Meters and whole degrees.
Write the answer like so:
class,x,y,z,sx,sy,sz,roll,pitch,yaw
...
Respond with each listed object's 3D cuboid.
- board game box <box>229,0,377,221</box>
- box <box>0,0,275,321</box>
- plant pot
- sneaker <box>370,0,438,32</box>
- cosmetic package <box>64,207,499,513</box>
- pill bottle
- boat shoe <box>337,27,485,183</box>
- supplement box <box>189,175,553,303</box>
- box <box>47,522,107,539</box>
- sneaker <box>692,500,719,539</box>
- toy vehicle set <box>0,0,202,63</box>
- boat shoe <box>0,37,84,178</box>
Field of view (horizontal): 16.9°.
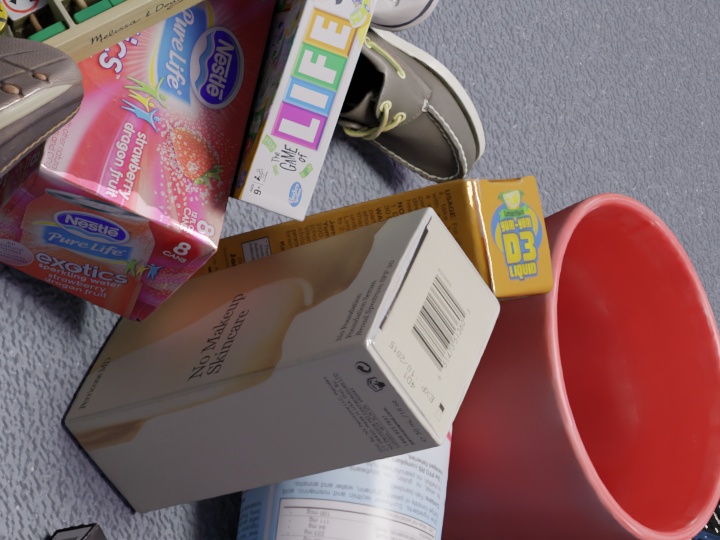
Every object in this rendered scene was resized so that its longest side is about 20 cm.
class,x,y,z,sx,sy,sz,roll,pitch,yaw
board game box,-0.039,-0.099,1.248,0.034,0.200,0.135,19,90,-11
box,-0.114,-0.091,1.223,0.102,0.095,0.201,26,55,-20
plant pot,0.091,0.072,1.400,0.200,0.177,0.202,24,59,-47
sneaker,0.016,-0.227,1.376,0.130,0.079,0.201,77,5,-83
cosmetic package,-0.040,0.047,1.208,0.071,0.199,0.105,53,39,-26
pill bottle,-0.014,0.163,1.275,0.109,0.108,0.201,28,63,-46
boat shoe,-0.003,-0.113,1.430,0.202,0.072,0.061,44,42,-27
supplement box,0.000,0.000,1.279,0.066,0.199,0.069,-6,82,-54
box,-0.124,0.244,1.162,0.201,0.036,0.143,63,37,-18
sneaker,0.235,0.151,1.678,0.077,0.075,0.201,-9,85,-77
toy vehicle set,-0.138,-0.167,1.166,0.199,0.027,0.125,-29,73,-19
boat shoe,-0.210,-0.036,1.076,0.199,0.074,0.074,-29,134,-18
